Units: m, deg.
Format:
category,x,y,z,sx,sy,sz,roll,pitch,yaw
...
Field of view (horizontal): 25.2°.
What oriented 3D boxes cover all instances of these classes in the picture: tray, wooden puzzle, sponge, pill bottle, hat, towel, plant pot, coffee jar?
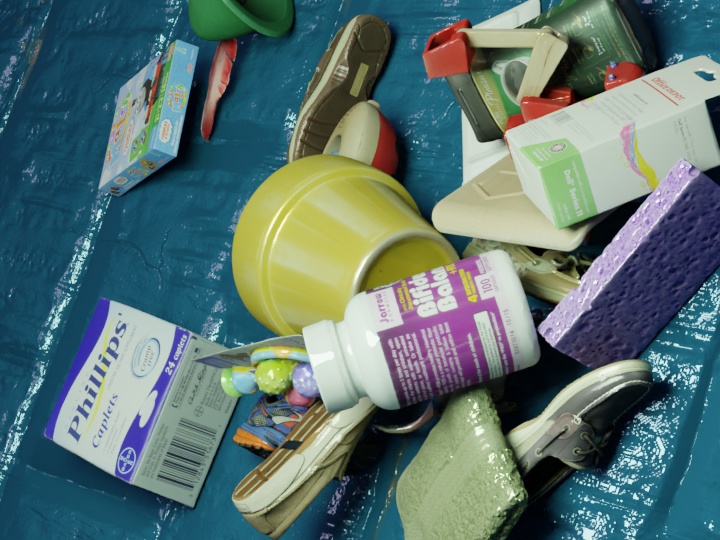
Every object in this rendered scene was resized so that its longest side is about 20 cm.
category,x,y,z,sx,sy,sz,roll,pitch,yaw
tray,0.144,-0.191,1.704,0.107,0.022,0.201,-20,58,37
wooden puzzle,0.195,-0.078,1.530,0.185,0.046,0.200,10,40,46
sponge,0.255,0.002,1.427,0.200,0.111,0.030,-51,45,13
pill bottle,0.053,0.061,1.458,0.199,0.112,0.113,-18,52,0
hat,-0.197,-0.313,2.002,0.176,0.165,0.201,-32,49,31
towel,0.088,0.213,1.500,0.200,0.036,0.149,-60,37,42
plant pot,0.000,0.000,1.603,0.189,0.200,0.201,29,92,56
coffee jar,0.184,-0.205,1.590,0.199,0.105,0.085,-22,16,26

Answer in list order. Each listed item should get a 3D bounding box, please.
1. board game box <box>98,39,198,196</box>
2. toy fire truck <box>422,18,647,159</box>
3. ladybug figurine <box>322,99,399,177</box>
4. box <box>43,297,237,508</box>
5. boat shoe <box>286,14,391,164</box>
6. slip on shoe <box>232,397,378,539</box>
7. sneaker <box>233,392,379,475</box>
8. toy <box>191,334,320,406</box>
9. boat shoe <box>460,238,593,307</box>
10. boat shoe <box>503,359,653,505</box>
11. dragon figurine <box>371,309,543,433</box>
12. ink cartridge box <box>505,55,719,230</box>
category,x,y,z,sx,sy,sz,roll,pitch,yaw
board game box,-0.275,-0.193,2.074,0.200,0.036,0.152,-25,52,59
toy fire truck,0.172,-0.179,1.525,0.199,0.141,0.049,-11,28,19
ladybug figurine,-0.011,-0.088,1.755,0.201,0.072,0.136,-68,14,-1
box,-0.249,0.150,1.868,0.200,0.105,0.185,16,82,48
boat shoe,-0.031,-0.199,1.857,0.203,0.075,0.075,-62,28,-7
slip on shoe,-0.037,0.180,1.586,0.200,0.061,0.076,-44,17,-22
sneaker,-0.056,0.163,1.693,0.200,0.075,0.079,4,70,44
toy,-0.075,0.109,1.621,0.200,0.115,0.047,-10,65,53
boat shoe,0.172,-0.006,1.545,0.200,0.073,0.063,28,94,49
boat shoe,0.192,0.152,1.453,0.200,0.072,0.065,-39,52,30
dragon figurine,0.100,0.097,1.575,0.200,0.059,0.100,-27,52,37
ink cartridge box,0.243,-0.117,1.439,0.199,0.068,0.117,-22,23,-2
